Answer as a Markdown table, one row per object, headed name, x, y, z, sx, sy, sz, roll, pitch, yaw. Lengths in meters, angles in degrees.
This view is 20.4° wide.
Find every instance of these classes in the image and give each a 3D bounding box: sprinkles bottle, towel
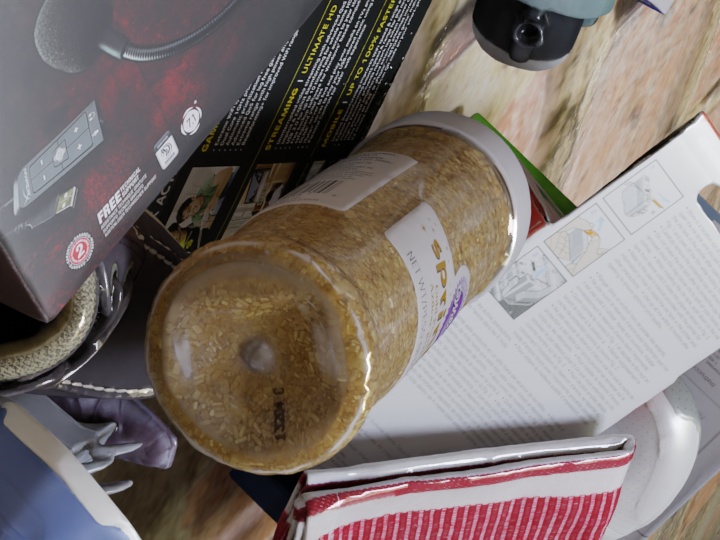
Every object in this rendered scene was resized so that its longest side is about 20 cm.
| name | x | y | z | sx | sy | sz | roll | pitch | yaw |
| --- | --- | --- | --- | --- | --- | --- | --- | --- | --- |
| sprinkles bottle | 0.000 | 0.000 | 0.624 | 0.069 | 0.068 | 0.200 | -65 | 171 | 21 |
| towel | 0.023 | 0.141 | 0.815 | 0.143 | 0.023 | 0.201 | -6 | 139 | -20 |

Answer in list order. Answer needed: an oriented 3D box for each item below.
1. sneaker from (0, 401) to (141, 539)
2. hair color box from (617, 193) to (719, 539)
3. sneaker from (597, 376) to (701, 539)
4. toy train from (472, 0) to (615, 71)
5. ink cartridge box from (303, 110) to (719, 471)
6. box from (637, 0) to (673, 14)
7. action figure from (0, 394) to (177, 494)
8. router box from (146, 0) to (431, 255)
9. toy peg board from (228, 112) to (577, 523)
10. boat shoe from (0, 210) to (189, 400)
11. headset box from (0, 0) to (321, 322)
| name | x | y | z | sx | sy | sz | roll | pitch | yaw |
| --- | --- | --- | --- | --- | --- | --- | --- | --- | --- |
| sneaker | -0.110 | 0.127 | 0.569 | 0.115 | 0.081 | 0.200 | -37 | 150 | -18 |
| hair color box | 0.112 | 0.064 | 0.892 | 0.061 | 0.099 | 0.200 | -38 | 168 | -48 |
| sneaker | 0.060 | 0.101 | 0.847 | 0.200 | 0.071 | 0.080 | -37 | 168 | 38 |
| toy train | 0.085 | -0.170 | 0.738 | 0.114 | 0.085 | 0.201 | -73 | -178 | -52 |
| ink cartridge box | 0.063 | 0.018 | 0.771 | 0.199 | 0.050 | 0.109 | -36 | 129 | 10 |
| box | 0.147 | -0.195 | 0.879 | 0.201 | 0.041 | 0.119 | -63 | 163 | 8 |
| action figure | -0.149 | 0.085 | 0.599 | 0.200 | 0.069 | 0.131 | -27 | 153 | -52 |
| router box | -0.032 | -0.084 | 0.657 | 0.201 | 0.051 | 0.149 | -63 | 160 | 15 |
| toy peg board | 0.020 | 0.031 | 0.962 | 0.200 | 0.098 | 0.199 | -37 | 168 | -46 |
| boat shoe | -0.096 | 0.003 | 0.534 | 0.072 | 0.065 | 0.200 | -54 | 146 | 1 |
| headset box | -0.076 | -0.113 | 0.380 | 0.149 | 0.075 | 0.201 | -52 | 144 | -24 |
